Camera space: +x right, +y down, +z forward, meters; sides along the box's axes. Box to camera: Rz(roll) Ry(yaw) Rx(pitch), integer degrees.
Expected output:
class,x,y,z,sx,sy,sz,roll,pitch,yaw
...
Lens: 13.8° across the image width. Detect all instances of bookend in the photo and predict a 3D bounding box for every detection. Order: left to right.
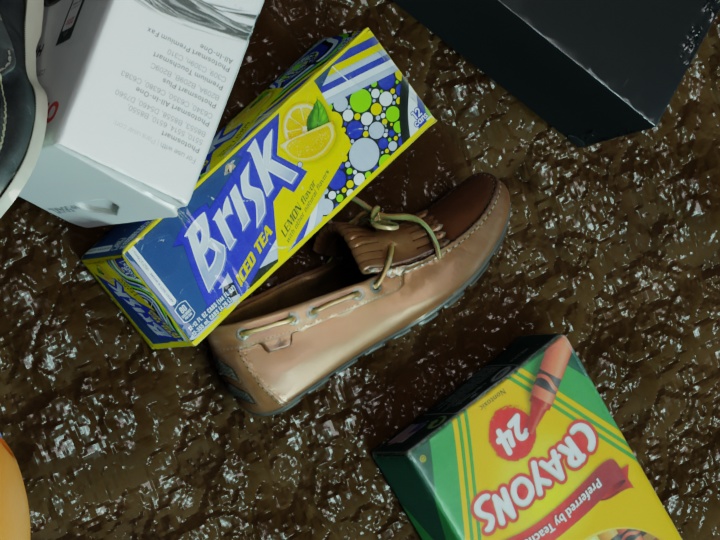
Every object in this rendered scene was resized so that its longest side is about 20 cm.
class,x,y,z,sx,sy,sz,roll,pitch,yaw
bookend,0.121,-0.212,1.740,0.200,0.092,0.199,36,70,-19

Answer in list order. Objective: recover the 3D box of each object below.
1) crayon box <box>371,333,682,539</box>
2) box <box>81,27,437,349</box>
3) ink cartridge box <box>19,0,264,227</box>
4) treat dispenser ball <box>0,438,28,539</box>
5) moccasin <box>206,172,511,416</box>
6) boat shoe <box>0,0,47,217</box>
class,x,y,z,sx,sy,sz,roll,pitch,yaw
crayon box,0.111,0.154,1.733,0.127,0.051,0.200,-37,103,-24
box,-0.056,-0.046,1.655,0.200,0.064,0.070,-44,106,-23
ink cartridge box,-0.120,-0.133,1.583,0.084,0.146,0.201,26,75,-24
treat dispenser ball,-0.262,0.130,1.456,0.200,0.201,0.202,2,86,-26
moccasin,-0.001,0.000,1.680,0.201,0.074,0.078,-31,110,-15
boat shoe,-0.203,-0.095,1.533,0.067,0.072,0.200,29,33,-30
